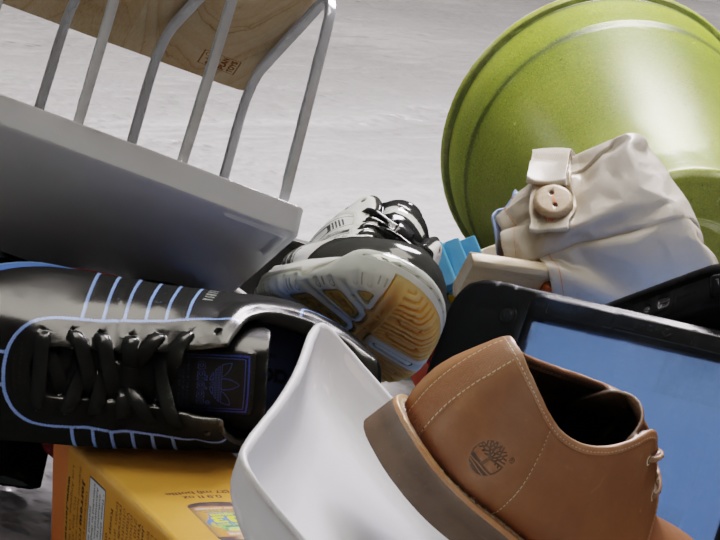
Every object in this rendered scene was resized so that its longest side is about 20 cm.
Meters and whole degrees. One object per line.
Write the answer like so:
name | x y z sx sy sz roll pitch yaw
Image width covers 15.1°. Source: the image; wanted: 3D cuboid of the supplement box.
supplement box | -0.056 0.116 1.014 0.066 0.069 0.200 -1 12 -24

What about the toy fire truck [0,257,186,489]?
toy fire truck | -0.155 0.012 1.124 0.175 0.129 0.200 9 -12 12

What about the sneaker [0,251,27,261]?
sneaker | -0.199 0.004 1.281 0.146 0.077 0.202 -2 -24 -40

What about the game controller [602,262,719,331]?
game controller | 0.139 0.048 1.246 0.104 0.042 0.200 25 -31 -34

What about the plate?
plate | 0.030 0.119 0.893 0.200 0.032 0.200 50 12 -5

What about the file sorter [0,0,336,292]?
file sorter | -0.125 -0.083 1.170 0.199 0.125 0.139 21 -21 -14

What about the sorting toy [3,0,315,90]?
sorting toy | -0.109 -0.175 1.200 0.198 0.070 0.200 20 -20 -11

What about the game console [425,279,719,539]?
game console | 0.085 0.086 1.119 0.199 0.177 0.116 13 -14 29

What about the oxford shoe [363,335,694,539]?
oxford shoe | 0.085 0.081 0.962 0.200 0.071 0.071 36 17 -50

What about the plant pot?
plant pot | 0.163 -0.037 1.577 0.199 0.201 0.193 3 24 -13

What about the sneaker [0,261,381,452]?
sneaker | -0.087 0.035 1.050 0.199 0.071 0.078 -1 6 -29

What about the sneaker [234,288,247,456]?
sneaker | -0.085 0.045 1.328 0.072 0.085 0.200 -19 42 -15

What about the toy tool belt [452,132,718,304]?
toy tool belt | 0.102 0.022 1.364 0.122 0.200 0.125 -24 63 -9

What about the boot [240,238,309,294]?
boot | -0.004 0.012 1.539 0.199 0.070 0.174 13 9 -8

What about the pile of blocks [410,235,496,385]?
pile of blocks | 0.024 0.026 1.372 0.199 0.062 0.082 -12 -15 -48

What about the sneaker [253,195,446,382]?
sneaker | 0.000 0.000 1.180 0.075 0.088 0.200 35 -15 -7
